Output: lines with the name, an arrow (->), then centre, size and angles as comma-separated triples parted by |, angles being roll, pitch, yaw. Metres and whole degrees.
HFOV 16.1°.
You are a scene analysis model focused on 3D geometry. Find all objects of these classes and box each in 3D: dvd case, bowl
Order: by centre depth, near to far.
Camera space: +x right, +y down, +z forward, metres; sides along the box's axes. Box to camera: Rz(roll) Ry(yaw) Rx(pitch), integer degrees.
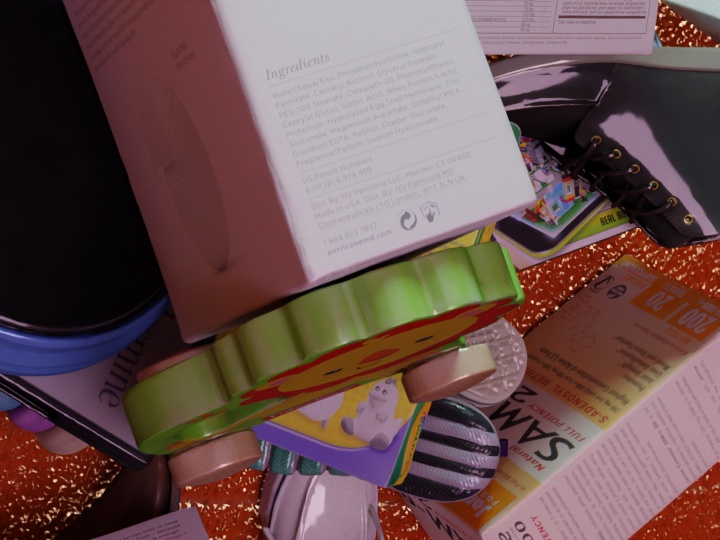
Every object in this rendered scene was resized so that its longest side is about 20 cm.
bowl -> -0.166, -0.049, 1.256 | 0.200, 0.039, 0.201 | 11, 67, -29
dvd case -> -0.164, -0.007, 1.278 | 0.200, 0.018, 0.143 | 33, 57, -19

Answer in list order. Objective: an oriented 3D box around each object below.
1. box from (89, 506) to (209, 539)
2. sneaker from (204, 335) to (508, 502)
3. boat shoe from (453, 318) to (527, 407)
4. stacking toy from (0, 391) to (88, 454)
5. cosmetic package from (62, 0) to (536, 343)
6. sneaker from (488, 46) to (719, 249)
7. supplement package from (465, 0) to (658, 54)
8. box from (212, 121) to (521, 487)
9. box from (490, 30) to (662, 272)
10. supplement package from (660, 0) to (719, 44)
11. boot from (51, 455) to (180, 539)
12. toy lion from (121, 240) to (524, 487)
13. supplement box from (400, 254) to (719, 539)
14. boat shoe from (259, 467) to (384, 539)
box -> -0.144, 0.233, 1.270 | 0.200, 0.177, 0.097 | -20, 130, -10
sneaker -> -0.017, 0.080, 1.393 | 0.200, 0.088, 0.075 | 19, 93, 11
boat shoe -> 0.001, 0.012, 1.409 | 0.200, 0.062, 0.075 | 34, 71, -17
stacking toy -> -0.211, 0.014, 1.296 | 0.200, 0.085, 0.085 | 33, 89, -25
cosmetic package -> -0.037, -0.090, 1.189 | 0.123, 0.199, 0.200 | -20, 89, -22
sneaker -> 0.134, -0.063, 1.371 | 0.199, 0.075, 0.107 | -4, 84, -22
supplement package -> 0.062, -0.222, 1.307 | 0.150, 0.152, 0.201 | -4, 107, -34
box -> 0.000, 0.000, 1.322 | 0.117, 0.048, 0.200 | 20, 91, 11
box -> 0.096, -0.060, 1.415 | 0.200, 0.035, 0.110 | -20, 88, -28
supplement package -> 0.281, -0.155, 1.422 | 0.109, 0.200, 0.114 | 31, 91, -31
boot -> -0.211, 0.150, 1.343 | 0.200, 0.064, 0.187 | 21, 97, -27
toy lion -> -0.020, 0.038, 1.185 | 0.200, 0.192, 0.069 | -21, 82, 6
supplement box -> 0.127, 0.091, 1.462 | 0.200, 0.126, 0.074 | -39, 121, -13
boat shoe -> -0.019, 0.186, 1.438 | 0.074, 0.086, 0.203 | 5, 104, -29
